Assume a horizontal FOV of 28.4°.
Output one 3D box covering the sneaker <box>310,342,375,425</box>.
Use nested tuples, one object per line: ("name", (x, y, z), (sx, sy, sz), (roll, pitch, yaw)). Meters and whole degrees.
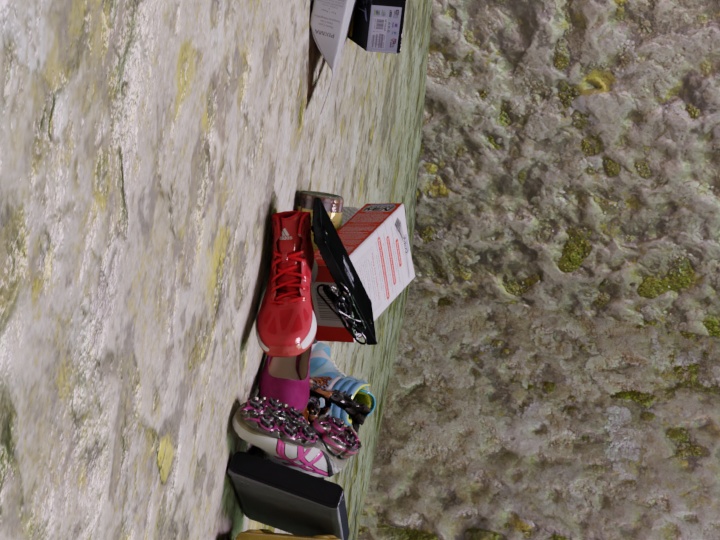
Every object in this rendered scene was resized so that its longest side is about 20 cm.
("sneaker", (-0.036, 0.171, 2.106), (0.200, 0.129, 0.080), (-71, 167, -63))

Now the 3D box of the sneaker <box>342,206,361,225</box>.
("sneaker", (-0.044, -0.012, 2.033), (0.201, 0.077, 0.080), (-58, 154, -48))

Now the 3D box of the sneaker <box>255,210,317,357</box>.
("sneaker", (-0.092, 0.003, 1.678), (0.201, 0.077, 0.117), (-93, 177, -53))

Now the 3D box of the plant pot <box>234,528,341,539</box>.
("plant pot", (-0.090, 0.412, 1.684), (0.196, 0.191, 0.203), (64, 31, -80))

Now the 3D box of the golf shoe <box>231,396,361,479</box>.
("golf shoe", (-0.086, 0.213, 1.696), (0.092, 0.073, 0.199), (-49, 138, 15))

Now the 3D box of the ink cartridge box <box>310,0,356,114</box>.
("ink cartridge box", (-0.036, -0.330, 1.852), (0.161, 0.047, 0.202), (-75, -179, -53))

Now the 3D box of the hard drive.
("hard drive", (-0.084, 0.284, 1.738), (0.200, 0.138, 0.033), (86, 23, -66))

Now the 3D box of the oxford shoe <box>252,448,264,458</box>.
("oxford shoe", (-0.111, 0.225, 1.869), (0.073, 0.071, 0.200), (67, 12, 2))

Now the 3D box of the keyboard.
("keyboard", (-0.030, 0.014, 1.726), (0.105, 0.039, 0.201), (-96, 164, -47))

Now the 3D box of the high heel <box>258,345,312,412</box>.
("high heel", (-0.086, 0.100, 1.790), (0.201, 0.066, 0.097), (-77, 179, -62))

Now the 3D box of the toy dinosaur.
("toy dinosaur", (-0.062, 0.175, 1.842), (0.103, 0.135, 0.200), (-59, 178, 41))

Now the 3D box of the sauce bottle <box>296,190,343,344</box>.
("sauce bottle", (-0.065, -0.004, 1.899), (0.065, 0.064, 0.203), (-50, 149, -79))

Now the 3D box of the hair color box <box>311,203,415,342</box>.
("hair color box", (0.000, 0.000, 1.874), (0.200, 0.063, 0.112), (-43, 129, -53))

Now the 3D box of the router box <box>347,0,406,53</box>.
("router box", (0.021, -0.408, 1.929), (0.157, 0.052, 0.203), (-128, -138, -65))
